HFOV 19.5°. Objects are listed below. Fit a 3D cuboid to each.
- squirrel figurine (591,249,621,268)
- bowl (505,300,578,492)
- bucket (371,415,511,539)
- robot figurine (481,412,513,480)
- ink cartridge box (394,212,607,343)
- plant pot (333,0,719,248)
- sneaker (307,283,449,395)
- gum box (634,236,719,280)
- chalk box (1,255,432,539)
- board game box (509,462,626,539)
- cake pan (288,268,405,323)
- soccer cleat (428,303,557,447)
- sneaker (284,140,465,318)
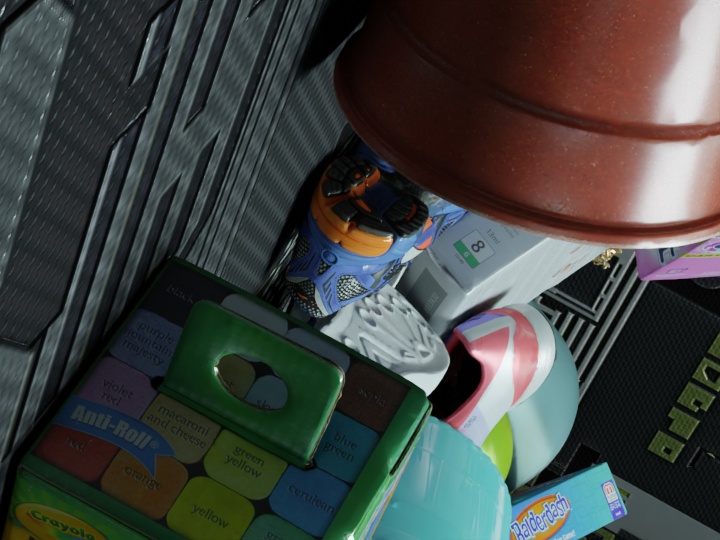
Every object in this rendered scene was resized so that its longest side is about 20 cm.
[{"bbox_3d":[0.142,-0.089,1.599,0.187,0.141,0.200,-44,-149,15],"label":"squirrel figurine"},{"bbox_3d":[0.063,0.067,1.591,0.201,0.201,0.105,-58,155,-27],"label":"bowl"},{"bbox_3d":[-0.004,0.184,1.265,0.207,0.207,0.135,113,-4,-46],"label":"bucket"},{"bbox_3d":[0.017,0.131,1.451,0.200,0.116,0.176,-19,161,-17],"label":"robot figurine"},{"bbox_3d":[0.103,-0.017,1.323,0.200,0.050,0.161,-35,168,-26],"label":"ink cartridge box"},{"bbox_3d":[0.106,-0.146,0.894,0.201,0.201,0.195,-53,162,-55],"label":"plant pot"},{"bbox_3d":[-0.038,0.084,1.184,0.146,0.081,0.200,-42,177,19],"label":"sneaker"},{"bbox_3d":[0.221,-0.104,1.379,0.114,0.066,0.200,138,-54,-69],"label":"gum box"},{"bbox_3d":[-0.060,0.092,0.829,0.124,0.125,0.200,-57,172,-39],"label":"chalk box"},{"bbox_3d":[0.073,0.199,1.490,0.152,0.045,0.200,-25,174,40],"label":"board game box"},{"bbox_3d":[0.000,0.000,1.334,0.200,0.037,0.200,-60,174,-11],"label":"cake pan"},{"bbox_3d":[0.046,0.100,1.307,0.073,0.068,0.200,-5,138,-43],"label":"soccer cleat"},{"bbox_3d":[0.007,-0.029,1.160,0.078,0.075,0.200,-54,170,24],"label":"sneaker"}]
